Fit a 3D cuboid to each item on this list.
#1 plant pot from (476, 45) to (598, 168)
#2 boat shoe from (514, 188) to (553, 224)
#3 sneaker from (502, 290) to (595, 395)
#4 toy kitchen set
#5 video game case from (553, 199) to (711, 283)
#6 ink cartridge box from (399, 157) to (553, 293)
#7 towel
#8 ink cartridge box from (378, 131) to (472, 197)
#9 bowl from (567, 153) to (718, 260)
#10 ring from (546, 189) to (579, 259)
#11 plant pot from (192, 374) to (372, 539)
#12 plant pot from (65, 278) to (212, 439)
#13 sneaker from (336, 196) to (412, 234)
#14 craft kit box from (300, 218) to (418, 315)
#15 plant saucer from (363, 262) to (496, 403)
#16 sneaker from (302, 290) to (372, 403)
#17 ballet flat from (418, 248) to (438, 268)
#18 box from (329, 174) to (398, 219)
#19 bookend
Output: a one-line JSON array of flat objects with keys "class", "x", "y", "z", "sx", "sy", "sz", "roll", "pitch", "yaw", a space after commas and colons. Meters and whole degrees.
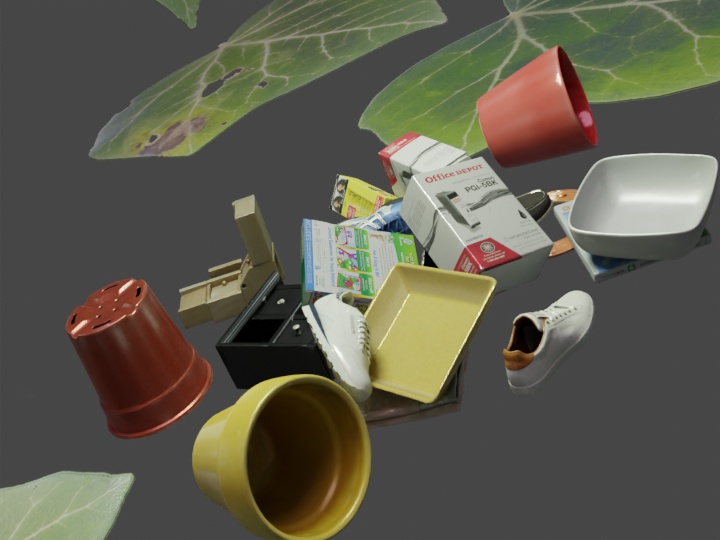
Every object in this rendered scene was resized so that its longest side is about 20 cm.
[{"class": "plant pot", "x": 0.321, "y": -0.288, "z": 1.757, "sx": 0.175, "sy": 0.202, "sz": 0.202, "roll": -20, "pitch": 28, "yaw": 24}, {"class": "boat shoe", "x": 0.229, "y": -0.086, "z": 1.572, "sx": 0.199, "sy": 0.061, "sz": 0.072, "roll": -30, "pitch": 29, "yaw": -9}, {"class": "sneaker", "x": 0.260, "y": 0.076, "z": 1.297, "sx": 0.072, "sy": 0.086, "sz": 0.200, "roll": 3, "pitch": 37, "yaw": 42}, {"class": "toy kitchen set", "x": -0.258, "y": -0.031, "z": 1.764, "sx": 0.197, "sy": 0.183, "sz": 0.164, "roll": -18, "pitch": 28, "yaw": 2}, {"class": "video game case", "x": 0.412, "y": -0.071, "z": 1.462, "sx": 0.179, "sy": 0.022, "sz": 0.201, "roll": -19, "pitch": 35, "yaw": 4}, {"class": "ink cartridge box", "x": 0.174, "y": -0.066, "z": 1.453, "sx": 0.145, "sy": 0.084, "sz": 0.201, "roll": -18, "pitch": 57, "yaw": -28}, {"class": "towel", "x": 0.065, "y": 0.146, "z": 1.384, "sx": 0.188, "sy": 0.033, "sz": 0.201, "roll": -13, "pitch": 30, "yaw": 20}, {"class": "ink cartridge box", "x": 0.131, "y": -0.150, "z": 1.699, "sx": 0.082, "sy": 0.148, "sz": 0.200, "roll": -32, "pitch": 29, "yaw": -14}, {"class": "bowl", "x": 0.416, "y": -0.086, "z": 1.394, "sx": 0.197, "sy": 0.075, "sz": 0.201, "roll": 4, "pitch": 41, "yaw": 31}, {"class": "ring", "x": 0.310, "y": -0.072, "z": 1.570, "sx": 0.197, "sy": 0.019, "sz": 0.202, "roll": -18, "pitch": 30, "yaw": 10}, {"class": "plant pot", "x": -0.116, "y": 0.242, "z": 1.218, "sx": 0.188, "sy": 0.202, "sz": 0.201, "roll": -14, "pitch": 26, "yaw": 51}, {"class": "plant pot", "x": -0.374, "y": 0.135, "z": 1.564, "sx": 0.198, "sy": 0.197, "sz": 0.202, "roll": -19, "pitch": 29, "yaw": 11}, {"class": "sneaker", "x": 0.036, "y": -0.066, "z": 1.679, "sx": 0.198, "sy": 0.076, "sz": 0.078, "roll": -24, "pitch": 27, "yaw": 25}, {"class": "craft kit box", "x": 0.000, "y": 0.000, "z": 1.540, "sx": 0.194, "sy": 0.049, "sz": 0.201, "roll": 7, "pitch": 36, "yaw": -8}, {"class": "plant saucer", "x": 0.083, "y": 0.093, "z": 1.336, "sx": 0.198, "sy": 0.049, "sz": 0.202, "roll": 10, "pitch": 61, "yaw": 44}, {"class": "sneaker", "x": -0.018, "y": 0.099, "z": 1.326, "sx": 0.079, "sy": 0.077, "sz": 0.201, "roll": -23, "pitch": 43, "yaw": -6}, {"class": "ballet flat", "x": 0.107, "y": 0.043, "z": 1.428, "sx": 0.065, "sy": 0.057, "sz": 0.202, "roll": -13, "pitch": 37, "yaw": 6}, {"class": "box", "x": 0.010, "y": -0.125, "z": 1.817, "sx": 0.049, "sy": 0.077, "sz": 0.199, "roll": 7, "pitch": 15, "yaw": -31}, {"class": "bookend", "x": -0.094, "y": 0.093, "z": 1.527, "sx": 0.197, "sy": 0.093, "sz": 0.199, "roll": -2, "pitch": 36, "yaw": 33}]
